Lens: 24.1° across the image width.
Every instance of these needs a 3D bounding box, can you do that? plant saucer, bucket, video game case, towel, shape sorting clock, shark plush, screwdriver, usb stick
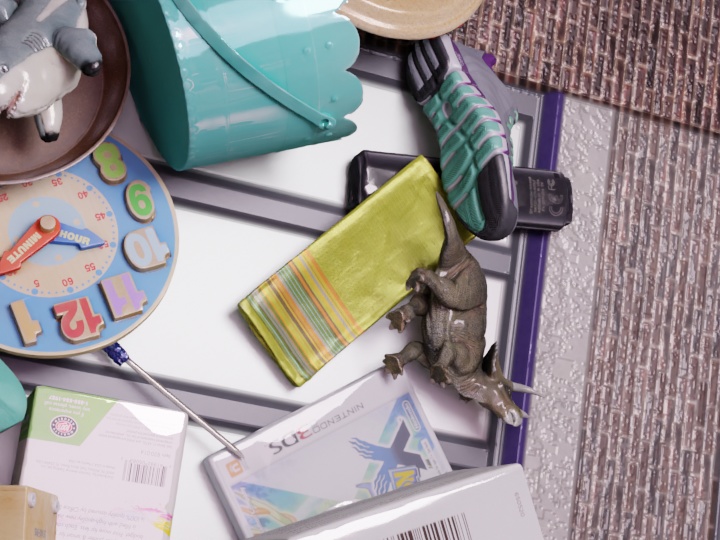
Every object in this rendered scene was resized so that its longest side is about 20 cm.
[{"bbox_3d":[-0.273,-0.150,1.261,0.200,0.034,0.201,5,69,-13],"label":"plant saucer"},{"bbox_3d":[-0.099,-0.177,1.268,0.134,0.207,0.208,-18,88,-19],"label":"bucket"},{"bbox_3d":[-0.003,0.198,1.330,0.182,0.022,0.200,-26,91,-23],"label":"video game case"},{"bbox_3d":[0.000,0.000,1.349,0.200,0.018,0.086,-40,107,-15],"label":"towel"},{"bbox_3d":[-0.234,-0.029,1.254,0.199,0.039,0.201,6,67,-15],"label":"shape sorting clock"},{"bbox_3d":[-0.236,-0.191,1.216,0.083,0.091,0.201,15,60,-27],"label":"shark plush"},{"bbox_3d":[-0.166,0.080,1.277,0.200,0.028,0.029,44,39,-3],"label":"screwdriver"},{"bbox_3d":[0.085,-0.065,1.407,0.199,0.033,0.056,4,76,-21],"label":"usb stick"}]

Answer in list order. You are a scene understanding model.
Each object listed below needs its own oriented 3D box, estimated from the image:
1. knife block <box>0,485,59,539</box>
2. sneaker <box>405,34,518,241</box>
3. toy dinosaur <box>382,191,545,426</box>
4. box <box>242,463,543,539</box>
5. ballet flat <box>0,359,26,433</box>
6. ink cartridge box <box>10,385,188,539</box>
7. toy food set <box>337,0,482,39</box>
[{"bbox_3d":[-0.300,0.198,1.153,0.175,0.064,0.201,-3,76,11],"label":"knife block"},{"bbox_3d":[0.108,-0.112,1.376,0.087,0.074,0.200,5,55,-35],"label":"sneaker"},{"bbox_3d":[0.071,0.036,1.352,0.102,0.077,0.201,-19,97,-50],"label":"toy dinosaur"},{"bbox_3d":[0.036,0.266,1.250,0.198,0.131,0.201,-15,87,-23],"label":"box"},{"bbox_3d":[-0.322,0.048,1.177,0.200,0.070,0.067,37,76,5],"label":"ballet flat"},{"bbox_3d":[-0.201,0.194,1.226,0.117,0.067,0.201,12,76,-16],"label":"ink cartridge box"},{"bbox_3d":[0.012,-0.270,1.381,0.197,0.049,0.201,5,62,-22],"label":"toy food set"}]
